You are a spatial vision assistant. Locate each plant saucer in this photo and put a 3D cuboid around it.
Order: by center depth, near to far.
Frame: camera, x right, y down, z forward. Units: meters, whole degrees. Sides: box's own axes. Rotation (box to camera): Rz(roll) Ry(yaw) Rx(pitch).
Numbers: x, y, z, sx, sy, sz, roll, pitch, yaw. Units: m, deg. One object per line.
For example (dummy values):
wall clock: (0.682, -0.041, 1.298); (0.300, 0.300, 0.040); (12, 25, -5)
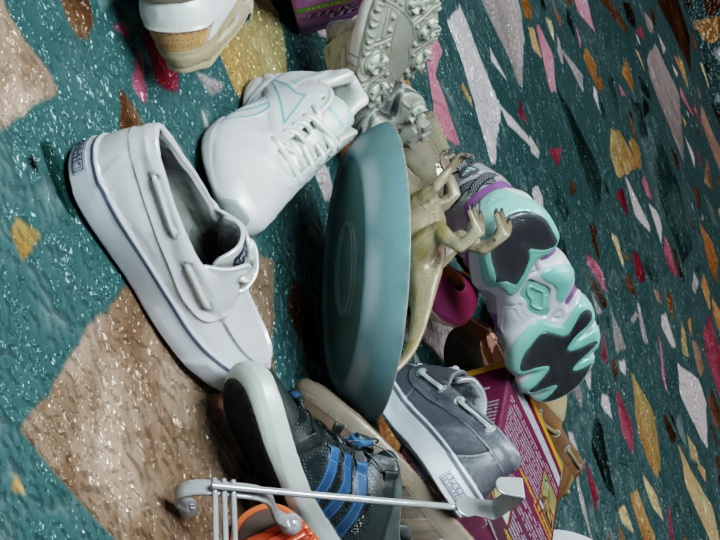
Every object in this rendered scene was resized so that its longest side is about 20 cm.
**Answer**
plant saucer: (0.000, 0.000, 1.229); (0.200, 0.027, 0.201); (-178, -90, -80)

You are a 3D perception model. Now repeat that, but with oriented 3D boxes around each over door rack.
over door rack: (-0.004, 0.192, 1.010); (0.067, 0.199, 0.148); (111, -22, -58)

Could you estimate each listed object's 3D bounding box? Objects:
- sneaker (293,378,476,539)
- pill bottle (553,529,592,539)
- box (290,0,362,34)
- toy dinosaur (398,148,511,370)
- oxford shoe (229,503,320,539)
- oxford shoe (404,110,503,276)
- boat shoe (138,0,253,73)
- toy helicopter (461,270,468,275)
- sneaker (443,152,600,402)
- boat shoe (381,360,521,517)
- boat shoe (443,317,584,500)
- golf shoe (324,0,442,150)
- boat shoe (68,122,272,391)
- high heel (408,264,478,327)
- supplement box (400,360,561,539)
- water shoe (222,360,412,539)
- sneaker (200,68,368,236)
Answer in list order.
sneaker: (0.011, 0.162, 1.202); (0.200, 0.076, 0.070); (48, -7, -6)
pill bottle: (0.144, 0.300, 1.370); (0.116, 0.115, 0.201); (58, 25, -34)
box: (-0.026, -0.287, 1.328); (0.200, 0.096, 0.177); (66, 10, -84)
toy dinosaur: (0.050, -0.016, 1.268); (0.058, 0.101, 0.201); (32, 42, -46)
oxford shoe: (-0.029, 0.234, 1.080); (0.073, 0.071, 0.201); (135, -67, -75)
oxford shoe: (0.097, -0.041, 1.472); (0.200, 0.075, 0.070); (48, -3, -9)
boat shoe: (-0.105, -0.189, 1.189); (0.200, 0.074, 0.069); (-68, 157, -61)
toy helicopter: (0.145, 0.035, 1.669); (0.133, 0.079, 0.200); (61, 12, -8)
sneaker: (0.112, -0.005, 1.387); (0.140, 0.077, 0.201); (54, -14, 51)
boat shoe: (0.054, 0.097, 1.260); (0.072, 0.068, 0.200); (58, -4, -23)
boat shoe: (0.130, 0.113, 1.504); (0.076, 0.074, 0.201); (36, -23, 50)
golf shoe: (0.002, -0.162, 1.352); (0.097, 0.078, 0.200); (46, -27, 23)
boat shoe: (-0.093, -0.004, 1.067); (0.200, 0.065, 0.074); (55, 27, -40)
high heel: (0.052, -0.011, 1.402); (0.200, 0.067, 0.096); (0, 114, -59)
supplement box: (0.086, 0.171, 1.360); (0.111, 0.085, 0.200); (64, 22, -23)
water shoe: (-0.020, 0.120, 1.120); (0.071, 0.079, 0.201); (38, -24, 52)
sneaker: (-0.050, -0.090, 1.228); (0.201, 0.080, 0.071); (-68, 138, -57)
